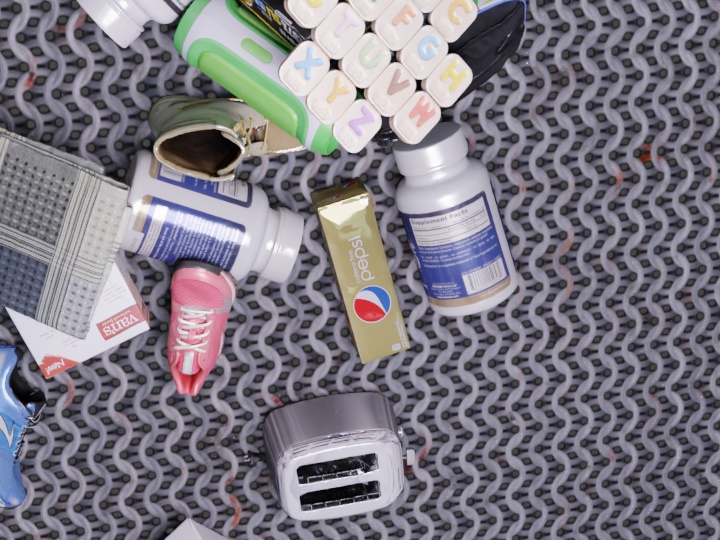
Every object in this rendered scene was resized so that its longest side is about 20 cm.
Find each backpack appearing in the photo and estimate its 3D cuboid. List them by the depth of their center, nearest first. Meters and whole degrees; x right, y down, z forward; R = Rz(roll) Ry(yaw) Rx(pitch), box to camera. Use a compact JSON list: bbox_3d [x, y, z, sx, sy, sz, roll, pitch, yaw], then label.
[{"bbox_3d":[0.068,-0.259,1.400,0.199,0.183,0.148,-31,76,-7],"label":"backpack"}]

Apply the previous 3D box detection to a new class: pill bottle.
[{"bbox_3d":[-0.201,-0.329,1.364,0.200,0.112,0.112,-42,111,4],"label":"pill bottle"},{"bbox_3d":[-0.169,-0.053,1.461,0.198,0.111,0.112,17,104,-16],"label":"pill bottle"},{"bbox_3d":[0.104,-0.060,1.506,0.110,0.111,0.202,-21,111,-4],"label":"pill bottle"}]

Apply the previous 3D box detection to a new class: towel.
[{"bbox_3d":[-0.349,-0.045,1.392,0.191,0.035,0.202,24,117,-1],"label":"towel"}]

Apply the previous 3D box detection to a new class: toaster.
[{"bbox_3d":[-0.037,0.223,1.569,0.197,0.129,0.115,-7,109,-9],"label":"toaster"}]

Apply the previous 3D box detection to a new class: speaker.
[{"bbox_3d":[-0.096,-0.207,1.375,0.199,0.088,0.089,36,100,6],"label":"speaker"}]

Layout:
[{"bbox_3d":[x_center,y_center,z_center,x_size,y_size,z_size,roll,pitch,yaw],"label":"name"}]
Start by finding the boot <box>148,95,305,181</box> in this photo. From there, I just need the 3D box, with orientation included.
[{"bbox_3d":[-0.128,-0.143,1.416,0.197,0.155,0.073,1,109,-11],"label":"boot"}]

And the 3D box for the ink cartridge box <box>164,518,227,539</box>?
[{"bbox_3d":[-0.223,0.412,1.590,0.200,0.084,0.145,-43,140,4],"label":"ink cartridge box"}]

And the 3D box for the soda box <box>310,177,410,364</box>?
[{"bbox_3d":[0.000,0.000,1.536,0.063,0.068,0.202,-18,110,-4],"label":"soda box"}]

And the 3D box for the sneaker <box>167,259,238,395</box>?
[{"bbox_3d":[-0.179,0.069,1.464,0.073,0.088,0.201,9,142,-1],"label":"sneaker"}]

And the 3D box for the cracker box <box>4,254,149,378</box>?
[{"bbox_3d":[-0.338,0.003,1.474,0.133,0.058,0.202,-26,112,-1],"label":"cracker box"}]

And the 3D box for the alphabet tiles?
[{"bbox_3d":[0.020,-0.222,1.273,0.196,0.015,0.200,-48,116,-6],"label":"alphabet tiles"}]

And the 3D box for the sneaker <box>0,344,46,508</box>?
[{"bbox_3d":[-0.403,0.179,1.508,0.088,0.079,0.203,-6,109,-7],"label":"sneaker"}]

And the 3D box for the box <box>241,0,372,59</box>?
[{"bbox_3d":[-0.018,-0.314,1.329,0.199,0.160,0.050,-39,147,-10],"label":"box"}]
